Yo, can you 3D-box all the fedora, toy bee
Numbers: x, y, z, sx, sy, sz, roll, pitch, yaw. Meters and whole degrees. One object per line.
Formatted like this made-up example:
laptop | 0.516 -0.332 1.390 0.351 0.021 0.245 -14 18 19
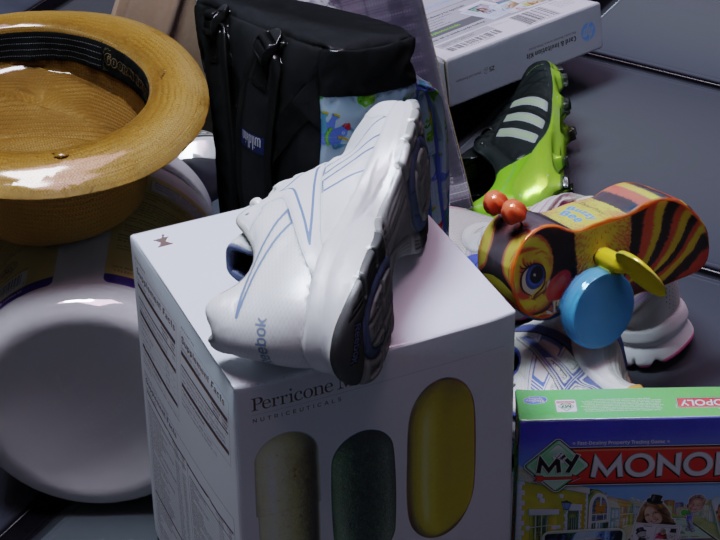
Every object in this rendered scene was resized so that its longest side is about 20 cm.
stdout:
fedora | -0.180 -0.072 1.163 0.200 0.082 0.201 -1 37 1
toy bee | 0.115 -0.005 1.180 0.130 0.109 0.200 9 39 35

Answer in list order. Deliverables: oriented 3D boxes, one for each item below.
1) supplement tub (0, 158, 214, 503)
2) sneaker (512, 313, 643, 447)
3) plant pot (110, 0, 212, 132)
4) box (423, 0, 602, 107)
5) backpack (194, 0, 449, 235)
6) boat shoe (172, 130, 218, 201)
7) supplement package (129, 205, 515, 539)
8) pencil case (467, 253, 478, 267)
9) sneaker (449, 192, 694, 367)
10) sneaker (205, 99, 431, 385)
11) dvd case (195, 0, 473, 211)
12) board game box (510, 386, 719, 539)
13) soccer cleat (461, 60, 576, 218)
supplement tub | -0.150 0.023 1.220 0.145 0.146 0.200 -1 33 0
sneaker | 0.124 0.094 1.192 0.088 0.076 0.200 -17 29 0
plant pot | -0.090 -0.162 1.495 0.174 0.201 0.201 17 33 -6
box | 0.064 -0.188 1.612 0.155 0.041 0.200 -23 31 -31
backpack | -0.018 -0.047 1.182 0.153 0.201 0.163 -2 16 -34
boat shoe | -0.161 -0.069 1.354 0.199 0.071 0.064 -13 66 35
supplement package | -0.020 0.083 1.074 0.151 0.201 0.151 -14 35 -19
pencil case | 0.000 0.000 1.314 0.199 0.078 0.087 21 60 28
sneaker | 0.122 -0.014 1.326 0.199 0.089 0.081 17 36 25
sneaker | -0.016 -0.024 0.993 0.087 0.075 0.200 3 33 15
dvd case | -0.020 -0.121 1.391 0.148 0.201 0.016 -14 1 1
board game box | 0.178 0.122 1.075 0.199 0.135 0.029 -1 33 0
soccer cleat | 0.111 -0.089 1.469 0.081 0.068 0.200 -6 33 11
